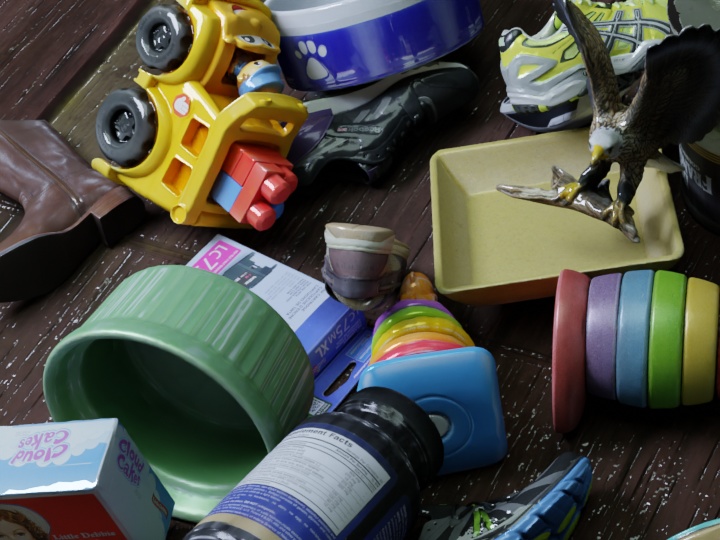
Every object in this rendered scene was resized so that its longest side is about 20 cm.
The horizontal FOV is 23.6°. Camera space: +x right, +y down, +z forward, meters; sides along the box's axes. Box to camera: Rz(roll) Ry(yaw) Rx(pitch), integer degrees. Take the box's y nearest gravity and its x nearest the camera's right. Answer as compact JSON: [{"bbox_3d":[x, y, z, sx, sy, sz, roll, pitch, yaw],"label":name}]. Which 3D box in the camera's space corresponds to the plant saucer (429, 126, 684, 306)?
[{"bbox_3d":[0.162,-0.041,1.449,0.200,0.049,0.200,-9,38,8],"label":"plant saucer"}]

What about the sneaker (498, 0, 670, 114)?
[{"bbox_3d":[0.211,-0.204,1.473,0.200,0.077,0.075,-27,14,-14],"label":"sneaker"}]

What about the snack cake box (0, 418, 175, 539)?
[{"bbox_3d":[-0.257,0.176,1.307,0.200,0.115,0.067,-6,46,19],"label":"snack cake box"}]

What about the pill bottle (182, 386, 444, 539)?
[{"bbox_3d":[-0.028,0.170,1.200,0.112,0.112,0.200,18,40,29],"label":"pill bottle"}]

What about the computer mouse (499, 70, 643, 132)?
[{"bbox_3d":[0.215,-0.155,1.529,0.200,0.044,0.110,-9,22,43],"label":"computer mouse"}]

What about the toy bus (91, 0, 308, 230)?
[{"bbox_3d":[-0.115,-0.129,1.513,0.192,0.136,0.200,38,110,33],"label":"toy bus"}]

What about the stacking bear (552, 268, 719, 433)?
[{"bbox_3d":[0.250,0.056,1.310,0.200,0.114,0.122,3,48,11],"label":"stacking bear"}]

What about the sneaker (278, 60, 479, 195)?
[{"bbox_3d":[0.020,-0.122,1.575,0.200,0.076,0.088,-19,62,0],"label":"sneaker"}]

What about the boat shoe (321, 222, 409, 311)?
[{"bbox_3d":[0.000,0.000,1.394,0.072,0.200,0.065,10,87,3],"label":"boat shoe"}]

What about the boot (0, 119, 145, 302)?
[{"bbox_3d":[-0.327,-0.065,1.603,0.186,0.064,0.200,-29,49,-31],"label":"boot"}]

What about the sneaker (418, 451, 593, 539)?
[{"bbox_3d":[0.085,0.188,1.249,0.199,0.071,0.083,-33,54,-13],"label":"sneaker"}]

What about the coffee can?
[{"bbox_3d":[0.330,-0.143,1.407,0.146,0.200,0.147,-8,46,8],"label":"coffee can"}]

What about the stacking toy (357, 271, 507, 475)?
[{"bbox_3d":[0.048,0.063,1.371,0.110,0.116,0.200,-9,34,3],"label":"stacking toy"}]

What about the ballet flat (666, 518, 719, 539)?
[{"bbox_3d":[0.305,0.190,1.196,0.200,0.069,0.063,-19,59,-1],"label":"ballet flat"}]

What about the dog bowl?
[{"bbox_3d":[0.012,-0.240,1.615,0.200,0.079,0.200,-16,19,6],"label":"dog bowl"}]

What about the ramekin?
[{"bbox_3d":[-0.132,0.091,1.318,0.200,0.200,0.098,9,43,23],"label":"ramekin"}]

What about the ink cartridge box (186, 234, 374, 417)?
[{"bbox_3d":[-0.083,0.050,1.449,0.200,0.042,0.119,26,59,31],"label":"ink cartridge box"}]

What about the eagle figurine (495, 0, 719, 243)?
[{"bbox_3d":[0.203,-0.127,1.331,0.151,0.200,0.151,3,27,-13],"label":"eagle figurine"}]
